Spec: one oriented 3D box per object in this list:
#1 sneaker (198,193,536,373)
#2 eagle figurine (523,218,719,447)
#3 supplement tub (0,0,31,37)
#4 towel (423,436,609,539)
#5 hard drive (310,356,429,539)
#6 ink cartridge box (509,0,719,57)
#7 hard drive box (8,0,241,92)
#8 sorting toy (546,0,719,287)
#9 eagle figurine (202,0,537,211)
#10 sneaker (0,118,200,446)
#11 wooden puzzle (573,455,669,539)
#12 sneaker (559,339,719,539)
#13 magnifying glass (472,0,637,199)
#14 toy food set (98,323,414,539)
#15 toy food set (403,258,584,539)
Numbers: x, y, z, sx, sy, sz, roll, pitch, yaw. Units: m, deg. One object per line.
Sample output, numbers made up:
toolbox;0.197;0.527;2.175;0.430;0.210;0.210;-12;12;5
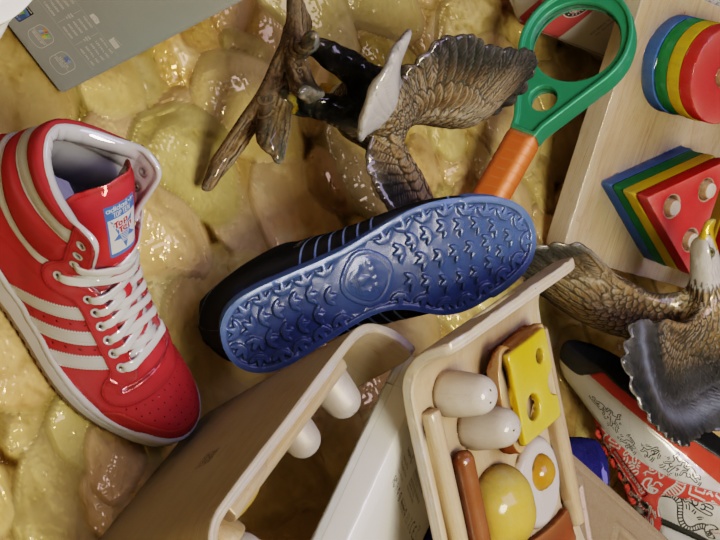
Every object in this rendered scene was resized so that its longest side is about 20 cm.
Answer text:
sneaker;0.000;0.000;1.142;0.198;0.078;0.071;-18;106;-16
eagle figurine;0.213;0.037;1.341;0.198;0.151;0.152;-14;88;-26
supplement tub;-0.245;-0.135;0.903;0.144;0.199;0.146;18;64;-41
towel;0.094;0.181;1.261;0.199;0.049;0.149;5;69;-47
hard drive;-0.001;0.162;1.098;0.132;0.026;0.201;72;40;-60
ink cartridge box;0.216;-0.227;1.450;0.199;0.147;0.083;14;49;-44
hard drive box;-0.088;-0.197;1.090;0.077;0.199;0.156;52;46;-18
sorting toy;0.248;-0.086;1.431;0.198;0.069;0.202;13;97;-43
eagle figurine;0.023;-0.085;1.215;0.199;0.152;0.152;28;36;-30
sneaker;-0.128;0.007;1.039;0.200;0.112;0.071;52;46;-20
wooden puzzle;0.128;0.214;1.216;0.200;0.046;0.186;45;46;-32
sneaker;0.195;0.144;1.360;0.201;0.108;0.067;37;19;13
magnifying glass;0.121;-0.107;1.351;0.201;0.079;0.022;-59;152;-16
toy food set;-0.061;0.120;1.042;0.061;0.143;0.200;49;46;-11
toy food set;0.098;0.109;1.094;0.143;0.060;0.202;-31;114;-51
